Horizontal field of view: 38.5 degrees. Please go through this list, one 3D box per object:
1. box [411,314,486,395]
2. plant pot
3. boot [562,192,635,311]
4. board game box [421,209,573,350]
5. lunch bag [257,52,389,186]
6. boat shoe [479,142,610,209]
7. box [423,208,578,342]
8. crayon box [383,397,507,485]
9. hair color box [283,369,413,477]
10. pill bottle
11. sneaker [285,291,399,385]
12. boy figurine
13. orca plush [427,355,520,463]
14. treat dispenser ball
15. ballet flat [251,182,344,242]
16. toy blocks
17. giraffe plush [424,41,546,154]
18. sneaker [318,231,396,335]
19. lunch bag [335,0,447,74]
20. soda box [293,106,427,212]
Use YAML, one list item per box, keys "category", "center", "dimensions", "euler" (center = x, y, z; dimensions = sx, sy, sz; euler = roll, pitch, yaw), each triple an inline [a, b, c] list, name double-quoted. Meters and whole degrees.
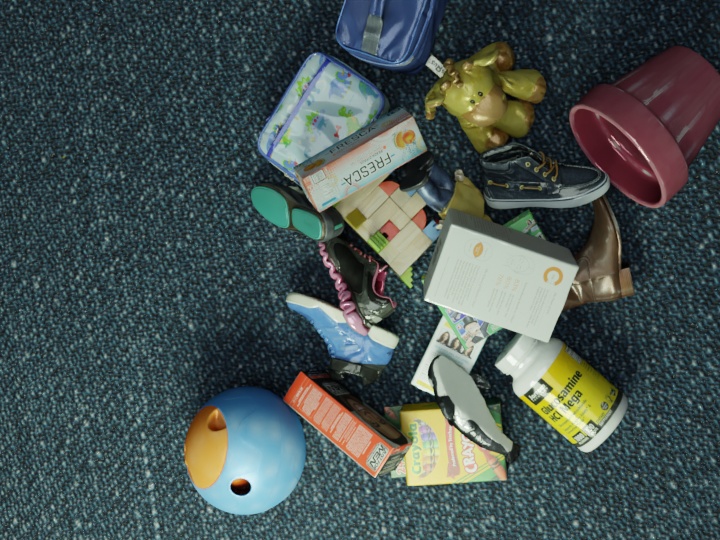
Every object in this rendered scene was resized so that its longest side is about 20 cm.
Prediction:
- category: "box"
  center: [0.160, 0.109, 1.675]
  dimensions: [0.081, 0.049, 0.202]
  euler: [26, 99, 4]
- category: "plant pot"
  center: [0.440, -0.227, 1.537]
  dimensions: [0.179, 0.200, 0.200]
  euler: [-43, 89, -5]
- category: "boot"
  center: [0.318, -0.021, 1.636]
  dimensions: [0.197, 0.064, 0.189]
  euler: [-15, 92, 14]
- category: "board game box"
  center: [0.212, 0.016, 1.605]
  dimensions: [0.198, 0.029, 0.136]
  euler: [-31, 100, 11]
- category: "lunch bag"
  center: [-0.063, -0.236, 1.658]
  dimensions: [0.160, 0.082, 0.201]
  euler: [37, 99, 6]
- category: "boat shoe"
  center: [0.283, -0.150, 1.595]
  dimensions: [0.197, 0.071, 0.092]
  euler: [-5, 131, 15]
- category: "box"
  center: [0.205, 0.005, 1.534]
  dimensions: [0.197, 0.098, 0.126]
  euler: [19, 107, -3]
- category: "crayon box"
  center: [0.138, 0.283, 1.697]
  dimensions: [0.197, 0.051, 0.129]
  euler: [-6, 95, 10]
- category: "hair color box"
  center: [-0.019, 0.244, 1.666]
  dimensions: [0.199, 0.101, 0.062]
  euler: [37, 100, 19]
- category: "pill bottle"
  center: [0.314, 0.182, 1.628]
  dimensions: [0.199, 0.112, 0.113]
  euler: [40, 100, 3]
- category: "sneaker"
  center: [-0.046, 0.118, 1.693]
  dimensions: [0.198, 0.077, 0.113]
  euler: [24, 90, -1]
- category: "boy figurine"
  center: [0.151, -0.101, 1.616]
  dimensions: [0.064, 0.126, 0.199]
  euler: [-20, 132, 41]
- category: "orca plush"
  center: [0.171, 0.227, 1.643]
  dimensions: [0.199, 0.106, 0.071]
  euler: [38, 143, -5]
- category: "treat dispenser ball"
  center: [-0.186, 0.290, 1.670]
  dimensions: [0.197, 0.201, 0.205]
  euler: [1, 96, 8]
- category: "ballet flat"
  center: [-0.097, -0.096, 1.670]
  dimensions: [0.199, 0.072, 0.074]
  euler: [27, 102, 44]
- category: "toy blocks"
  center: [0.059, -0.092, 1.656]
  dimensions: [0.137, 0.100, 0.200]
  euler: [-44, 86, -1]
- category: "giraffe plush"
  center: [0.179, -0.275, 1.573]
  dimensions: [0.198, 0.162, 0.175]
  euler: [25, 99, 5]
- category: "sneaker"
  center: [0.000, 0.000, 1.649]
  dimensions: [0.095, 0.079, 0.202]
  euler: [-31, 64, 17]
- category: "lunch bag"
  center: [0.054, -0.414, 1.586]
  dimensions: [0.134, 0.132, 0.203]
  euler: [19, 99, 14]
- category: "soda box"
  center: [-0.001, -0.172, 1.589]
  dimensions: [0.198, 0.068, 0.064]
  euler: [-29, 117, -5]
